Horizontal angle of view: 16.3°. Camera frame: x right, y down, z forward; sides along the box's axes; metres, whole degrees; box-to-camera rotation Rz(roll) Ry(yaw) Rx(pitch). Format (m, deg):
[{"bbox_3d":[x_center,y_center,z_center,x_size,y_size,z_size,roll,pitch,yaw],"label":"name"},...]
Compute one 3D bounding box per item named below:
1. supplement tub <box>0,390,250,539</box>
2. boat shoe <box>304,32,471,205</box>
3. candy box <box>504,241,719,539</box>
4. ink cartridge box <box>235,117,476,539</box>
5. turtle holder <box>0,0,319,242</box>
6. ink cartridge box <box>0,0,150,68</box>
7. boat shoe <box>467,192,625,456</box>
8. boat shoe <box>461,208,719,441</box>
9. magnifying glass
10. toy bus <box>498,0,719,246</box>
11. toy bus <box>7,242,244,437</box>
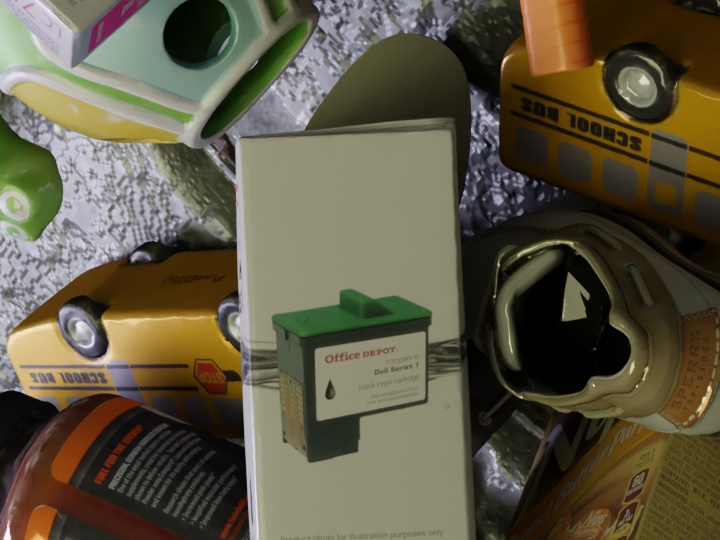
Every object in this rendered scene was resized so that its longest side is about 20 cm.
[{"bbox_3d":[-0.087,0.121,1.131,0.199,0.107,0.107,22,131,19],"label":"supplement tub"},{"bbox_3d":[-0.003,-0.001,1.065,0.073,0.063,0.203,14,90,1],"label":"boat shoe"},{"bbox_3d":[0.109,0.087,0.979,0.055,0.201,0.115,35,139,-12],"label":"candy box"},{"bbox_3d":[-0.003,0.048,0.962,0.084,0.146,0.201,-3,88,-3],"label":"ink cartridge box"},{"bbox_3d":[-0.102,-0.109,1.039,0.132,0.186,0.141,43,161,5],"label":"turtle holder"},{"bbox_3d":[-0.082,-0.184,0.971,0.119,0.200,0.042,43,161,7],"label":"ink cartridge box"},{"bbox_3d":[0.064,0.033,1.086,0.057,0.067,0.200,33,135,-14],"label":"boat shoe"},{"bbox_3d":[0.079,0.013,0.934,0.200,0.068,0.075,16,95,62],"label":"boat shoe"},{"bbox_3d":[0.059,-0.173,0.927,0.079,0.022,0.201,-5,97,40],"label":"magnifying glass"},{"bbox_3d":[0.151,-0.050,0.949,0.199,0.065,0.079,22,131,28],"label":"toy bus"},{"bbox_3d":[-0.077,0.034,1.189,0.199,0.065,0.079,-3,117,41],"label":"toy bus"}]
